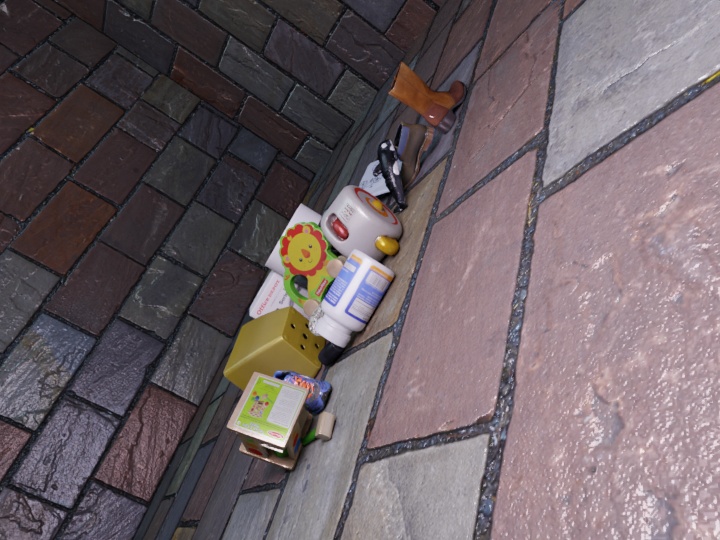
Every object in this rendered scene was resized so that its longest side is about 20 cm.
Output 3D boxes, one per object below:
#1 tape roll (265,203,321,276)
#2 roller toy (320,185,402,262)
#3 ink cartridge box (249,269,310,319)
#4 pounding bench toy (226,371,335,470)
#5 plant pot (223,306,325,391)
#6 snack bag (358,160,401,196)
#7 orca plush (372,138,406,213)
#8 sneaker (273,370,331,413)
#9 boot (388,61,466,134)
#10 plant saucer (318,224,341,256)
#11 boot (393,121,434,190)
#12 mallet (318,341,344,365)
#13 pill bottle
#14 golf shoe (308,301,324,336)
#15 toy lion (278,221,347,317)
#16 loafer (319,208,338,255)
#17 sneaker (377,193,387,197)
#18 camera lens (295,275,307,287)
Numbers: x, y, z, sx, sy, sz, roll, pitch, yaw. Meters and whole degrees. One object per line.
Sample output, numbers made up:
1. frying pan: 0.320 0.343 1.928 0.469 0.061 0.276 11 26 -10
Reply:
1. tape roll: -0.186 -0.083 1.433 0.204 0.070 0.203 -58 9 15
2. roller toy: 0.006 -0.113 1.270 0.140 0.182 0.201 -50 17 20
3. ink cartridge box: -0.203 0.109 1.496 0.147 0.199 0.084 -59 14 0
4. pounding bench toy: -0.146 0.327 1.066 0.157 0.198 0.125 89 -161 -51
5. plant pot: -0.200 0.216 1.337 0.176 0.200 0.201 -37 22 23
6. snack bag: 0.069 -0.292 1.606 0.187 0.021 0.201 -12 43 41
7. orca plush: 0.067 -0.252 1.383 0.105 0.070 0.203 177 82 -86
8. sneaker: -0.138 0.269 1.167 0.199 0.078 0.076 -4 61 53
9. boot: 0.180 -0.491 1.398 0.190 0.199 0.068 -64 16 -19
10. plant saucer: -0.109 -0.062 1.570 0.036 0.200 0.202 26 83 35
11. boot: 0.117 -0.314 1.414 0.075 0.096 0.201 -111 38 -51
12. mallet: -0.052 0.143 1.265 0.066 0.041 0.201 -45 16 37
13. pill bottle: -0.018 0.064 1.151 0.201 0.111 0.112 -59 15 1
14. golf shoe: -0.053 0.094 1.273 0.200 0.078 0.097 -46 -9 -26
15. toy lion: -0.133 -0.013 1.304 0.201 0.191 0.069 -58 -12 19
16. loafer: -0.085 -0.079 1.487 0.071 0.063 0.202 -28 -41 -38
17. sneaker: 0.029 -0.230 1.688 0.070 0.083 0.199 -32 19 -33
18. camera lens: -0.182 0.009 1.704 0.200 0.159 0.161 -35 28 58
